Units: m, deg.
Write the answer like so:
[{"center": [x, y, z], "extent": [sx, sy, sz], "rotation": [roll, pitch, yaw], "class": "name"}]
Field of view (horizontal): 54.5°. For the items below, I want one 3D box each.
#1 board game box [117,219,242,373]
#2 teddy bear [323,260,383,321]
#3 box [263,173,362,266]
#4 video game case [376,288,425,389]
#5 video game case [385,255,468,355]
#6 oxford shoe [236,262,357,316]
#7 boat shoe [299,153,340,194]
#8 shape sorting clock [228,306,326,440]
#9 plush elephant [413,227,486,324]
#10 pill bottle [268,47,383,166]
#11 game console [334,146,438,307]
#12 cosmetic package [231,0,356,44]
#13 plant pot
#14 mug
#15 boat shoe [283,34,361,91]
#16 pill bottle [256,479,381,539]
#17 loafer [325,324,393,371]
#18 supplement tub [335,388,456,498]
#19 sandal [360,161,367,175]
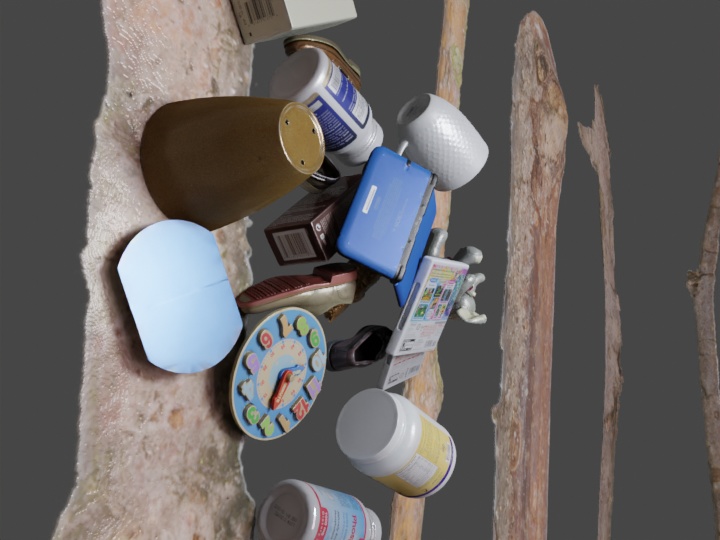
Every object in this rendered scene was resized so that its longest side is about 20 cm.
[{"center": [-0.242, 0.036, 0.915], "extent": [0.158, 0.039, 0.200], "rotation": [-24, 99, -50], "class": "board game box"}, {"center": [0.000, 0.000, 1.204], "extent": [0.067, 0.200, 0.145], "rotation": [47, -5, 12], "class": "teddy bear"}, {"center": [-0.058, -0.086, 1.152], "extent": [0.200, 0.100, 0.075], "rotation": [-49, 125, -47], "class": "box"}, {"center": [0.101, 0.122, 1.335], "extent": [0.143, 0.018, 0.200], "rotation": [-10, 121, -56], "class": "video game case"}, {"center": [0.126, 0.066, 1.279], "extent": [0.200, 0.024, 0.182], "rotation": [6, 107, -63], "class": "video game case"}, {"center": [-0.090, 0.045, 1.067], "extent": [0.200, 0.070, 0.075], "rotation": [-13, 115, -26], "class": "oxford shoe"}, {"center": [-0.111, -0.198, 1.103], "extent": [0.200, 0.065, 0.072], "rotation": [41, 51, -29], "class": "boat shoe"}, {"center": [-0.114, 0.152, 1.028], "extent": [0.200, 0.039, 0.200], "rotation": [-29, 126, -48], "class": "shape sorting clock"}, {"center": [0.196, 0.038, 1.455], "extent": [0.155, 0.165, 0.200], "rotation": [30, 88, -35], "class": "plush elephant"}, {"center": [-0.052, -0.268, 1.179], "extent": [0.200, 0.116, 0.116], "rotation": [40, 53, -45], "class": "pill bottle"}, {"center": [0.048, -0.068, 1.141], "extent": [0.171, 0.118, 0.200], "rotation": [26, 68, -13], "class": "game console"}, {"center": [-0.105, -0.434, 1.145], "extent": [0.200, 0.103, 0.087], "rotation": [-38, 116, -53], "class": "cosmetic package"}, {"center": [-0.153, -0.156, 0.937], "extent": [0.186, 0.200, 0.187], "rotation": [15, 72, -55], "class": "plant pot"}, {"center": [0.144, -0.257, 1.461], "extent": [0.200, 0.148, 0.175], "rotation": [-52, 123, -9], "class": "mug"}, {"center": [-0.058, -0.347, 1.223], "extent": [0.200, 0.072, 0.068], "rotation": [10, 75, -55], "class": "boat shoe"}, {"center": [-0.055, 0.387, 1.058], "extent": [0.200, 0.109, 0.109], "rotation": [35, 56, -47], "class": "pill bottle"}, {"center": [0.013, 0.140, 1.244], "extent": [0.200, 0.063, 0.072], "rotation": [-12, 95, -56], "class": "loafer"}, {"center": [0.062, 0.300, 1.214], "extent": [0.200, 0.145, 0.145], "rotation": [43, 50, -43], "class": "supplement tub"}, {"center": [0.022, -0.143, 1.294], "extent": [0.200, 0.043, 0.076], "rotation": [58, 50, -71], "class": "sandal"}]
